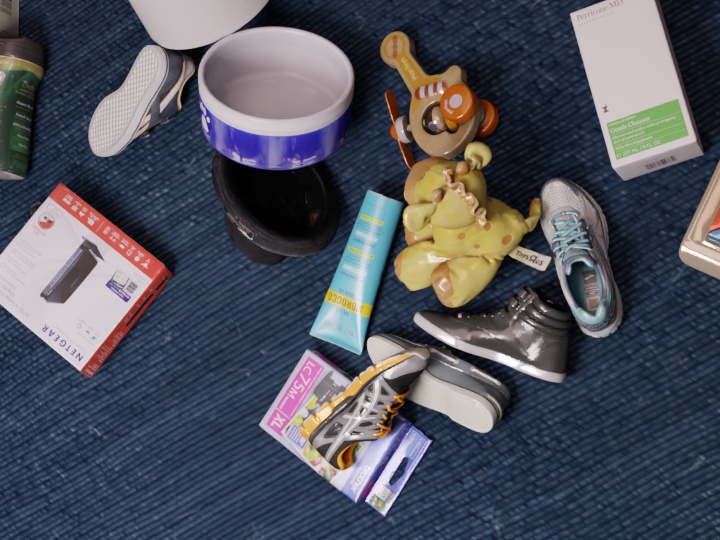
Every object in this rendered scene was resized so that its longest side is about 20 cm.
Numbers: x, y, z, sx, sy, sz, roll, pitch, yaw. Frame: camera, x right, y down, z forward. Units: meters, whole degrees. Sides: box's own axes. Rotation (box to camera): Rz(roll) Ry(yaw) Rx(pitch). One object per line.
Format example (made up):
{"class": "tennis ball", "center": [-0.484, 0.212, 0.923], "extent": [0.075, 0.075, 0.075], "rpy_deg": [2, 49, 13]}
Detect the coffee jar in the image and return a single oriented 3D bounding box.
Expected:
{"class": "coffee jar", "center": [-0.514, -0.236, 1.865], "extent": [0.103, 0.085, 0.203], "rpy_deg": [6, 85, 23]}

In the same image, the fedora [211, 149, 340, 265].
{"class": "fedora", "center": [-0.122, -0.081, 1.684], "extent": [0.202, 0.199, 0.092], "rpy_deg": [54, 133, 18]}

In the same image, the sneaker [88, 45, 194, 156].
{"class": "sneaker", "center": [-0.298, -0.226, 1.799], "extent": [0.200, 0.079, 0.079], "rpy_deg": [-42, 64, 35]}

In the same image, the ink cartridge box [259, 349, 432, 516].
{"class": "ink cartridge box", "center": [-0.020, 0.205, 1.649], "extent": [0.199, 0.042, 0.120], "rpy_deg": [35, 94, 19]}

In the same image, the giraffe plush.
{"class": "giraffe plush", "center": [0.110, -0.067, 1.541], "extent": [0.198, 0.162, 0.174], "rpy_deg": [3, 60, 37]}

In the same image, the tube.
{"class": "tube", "center": [0.000, 0.000, 1.672], "extent": [0.077, 0.050, 0.203], "rpy_deg": [21, 94, 28]}

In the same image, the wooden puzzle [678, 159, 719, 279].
{"class": "wooden puzzle", "center": [0.490, -0.069, 1.510], "extent": [0.183, 0.037, 0.202], "rpy_deg": [25, 91, 21]}

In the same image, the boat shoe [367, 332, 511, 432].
{"class": "boat shoe", "center": [0.097, 0.129, 1.618], "extent": [0.199, 0.074, 0.062], "rpy_deg": [29, 49, 28]}

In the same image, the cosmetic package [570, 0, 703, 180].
{"class": "cosmetic package", "center": [0.331, -0.224, 1.565], "extent": [0.106, 0.085, 0.203], "rpy_deg": [-19, 77, 18]}

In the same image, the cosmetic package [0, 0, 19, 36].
{"class": "cosmetic package", "center": [-0.608, -0.387, 1.929], "extent": [0.197, 0.073, 0.105], "rpy_deg": [-3, 81, 19]}

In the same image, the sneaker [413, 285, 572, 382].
{"class": "sneaker", "center": [0.167, 0.057, 1.582], "extent": [0.197, 0.071, 0.101], "rpy_deg": [19, 99, 14]}

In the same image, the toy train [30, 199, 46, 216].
{"class": "toy train", "center": [-0.408, -0.012, 1.823], "extent": [0.045, 0.034, 0.202], "rpy_deg": [-25, 73, 1]}

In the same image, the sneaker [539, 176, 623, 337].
{"class": "sneaker", "center": [0.263, -0.023, 1.556], "extent": [0.077, 0.086, 0.203], "rpy_deg": [-22, 75, 14]}

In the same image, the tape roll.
{"class": "tape roll", "center": [-0.223, -0.411, 1.716], "extent": [0.200, 0.140, 0.205], "rpy_deg": [-15, 45, 15]}

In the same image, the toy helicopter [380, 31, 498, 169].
{"class": "toy helicopter", "center": [0.077, -0.223, 1.674], "extent": [0.132, 0.079, 0.201], "rpy_deg": [-41, 60, 19]}

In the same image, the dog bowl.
{"class": "dog bowl", "center": [-0.107, -0.221, 1.664], "extent": [0.197, 0.080, 0.202], "rpy_deg": [3, 44, -2]}

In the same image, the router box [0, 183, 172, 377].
{"class": "router box", "center": [-0.386, 0.013, 1.770], "extent": [0.199, 0.049, 0.180], "rpy_deg": [36, 80, 14]}

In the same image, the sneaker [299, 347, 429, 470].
{"class": "sneaker", "center": [0.016, 0.164, 1.580], "extent": [0.200, 0.078, 0.078], "rpy_deg": [-42, 75, 26]}
